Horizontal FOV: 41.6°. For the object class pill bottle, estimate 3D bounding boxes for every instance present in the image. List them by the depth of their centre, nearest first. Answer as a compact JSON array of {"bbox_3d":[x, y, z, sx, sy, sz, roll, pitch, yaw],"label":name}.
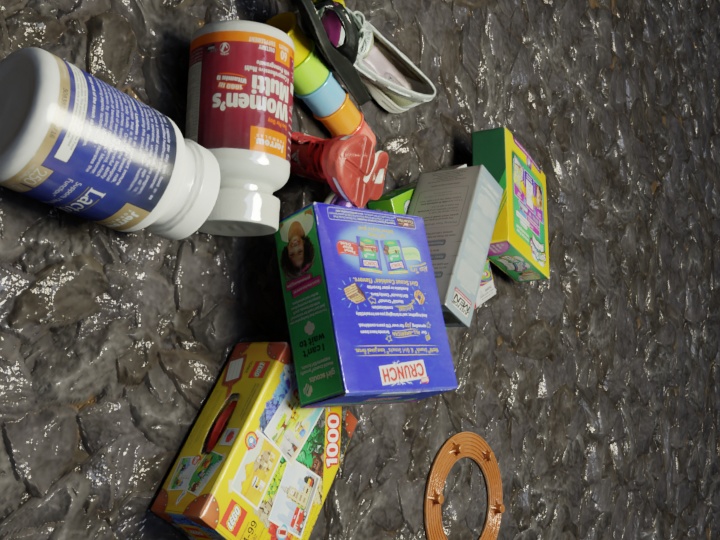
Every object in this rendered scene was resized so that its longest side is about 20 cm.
[{"bbox_3d":[-0.226,-0.101,0.829,0.200,0.115,0.117,24,67,-47],"label":"pill bottle"},{"bbox_3d":[-0.124,-0.141,0.967,0.109,0.109,0.201,12,77,-50],"label":"pill bottle"}]

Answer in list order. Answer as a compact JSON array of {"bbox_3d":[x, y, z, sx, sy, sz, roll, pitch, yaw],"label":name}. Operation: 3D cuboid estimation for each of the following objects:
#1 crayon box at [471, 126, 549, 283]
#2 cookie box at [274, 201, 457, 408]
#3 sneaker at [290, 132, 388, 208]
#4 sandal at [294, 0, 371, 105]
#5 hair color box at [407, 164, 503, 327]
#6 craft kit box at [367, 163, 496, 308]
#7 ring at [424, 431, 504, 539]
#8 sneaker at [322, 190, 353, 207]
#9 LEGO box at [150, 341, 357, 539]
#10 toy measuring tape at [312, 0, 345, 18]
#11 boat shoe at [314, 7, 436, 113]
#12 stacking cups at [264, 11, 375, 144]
[{"bbox_3d":[0.224,-0.092,1.405,0.200,0.058,0.174,31,57,-58],"label":"crayon box"},{"bbox_3d":[0.005,0.040,1.014,0.171,0.075,0.201,5,68,-43],"label":"cookie box"},{"bbox_3d":[-0.042,-0.115,1.048,0.200,0.115,0.079,15,86,-78],"label":"sneaker"},{"bbox_3d":[-0.026,-0.267,1.084,0.076,0.048,0.200,59,5,29],"label":"sandal"},{"bbox_3d":[0.104,-0.029,1.185,0.061,0.099,0.201,42,56,-41],"label":"hair color box"},{"bbox_3d":[0.103,-0.027,1.297,0.200,0.048,0.199,-29,106,-49],"label":"craft kit box"},{"bbox_3d":[0.153,0.330,1.338,0.200,0.019,0.202,9,78,-50],"label":"ring"},{"bbox_3d":[0.000,0.000,1.130,0.080,0.083,0.201,-4,89,-52],"label":"sneaker"},{"bbox_3d":[-0.103,0.198,0.982,0.149,0.077,0.201,51,49,-35],"label":"LEGO box"},{"bbox_3d":[-0.066,-0.382,1.120,0.073,0.073,0.201,-10,74,-51],"label":"toy measuring tape"},{"bbox_3d":[0.016,-0.271,1.193,0.202,0.064,0.075,39,56,-39],"label":"boat shoe"},{"bbox_3d":[-0.050,-0.209,1.120,0.200,0.060,0.061,52,49,-41],"label":"stacking cups"}]
